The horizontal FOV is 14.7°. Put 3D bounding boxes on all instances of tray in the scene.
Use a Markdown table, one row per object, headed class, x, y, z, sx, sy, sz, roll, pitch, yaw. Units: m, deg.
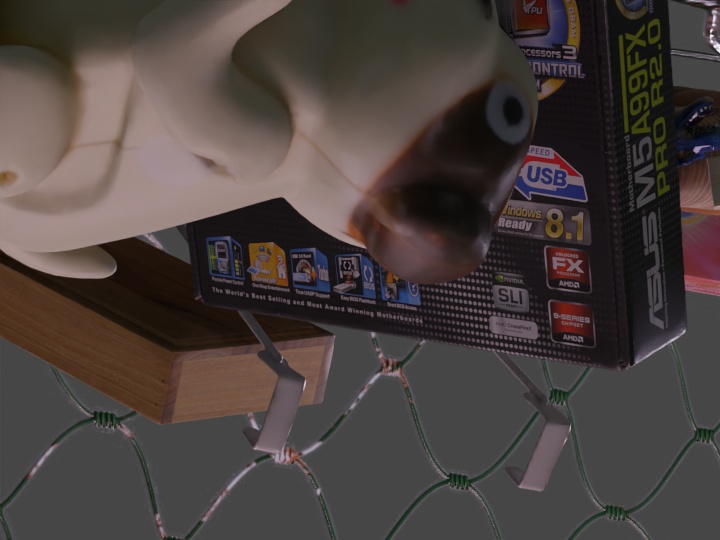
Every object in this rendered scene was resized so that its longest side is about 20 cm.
| class | x | y | z | sx | sy | sz | roll | pitch | yaw |
| --- | --- | --- | --- | --- | --- | --- | --- | --- | --- |
| tray | -0.116 | 0.012 | 1.245 | 0.199 | 0.037 | 0.098 | 26 | -159 | 39 |

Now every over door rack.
| class | x | y | z | sx | sy | sz | roll | pitch | yaw |
| --- | --- | --- | --- | --- | --- | --- | --- | --- | --- |
| over door rack | 0.000 | 0.000 | 1.198 | 0.147 | 0.067 | 0.200 | 11 | -146 | -30 |

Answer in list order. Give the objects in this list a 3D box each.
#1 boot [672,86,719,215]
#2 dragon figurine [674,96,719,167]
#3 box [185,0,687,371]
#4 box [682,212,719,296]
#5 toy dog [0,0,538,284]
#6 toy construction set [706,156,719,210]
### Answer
| class | x | y | z | sx | sy | sz | roll | pitch | yaw |
| --- | --- | --- | --- | --- | --- | --- | --- | --- | --- |
| boot | 0.148 | -0.071 | 1.395 | 0.155 | 0.077 | 0.199 | -3 | -171 | -41 |
| dragon figurine | 0.047 | -0.075 | 1.054 | 0.199 | 0.100 | 0.059 | 4 | -169 | 43 |
| box | 0.019 | -0.057 | 1.006 | 0.199 | 0.161 | 0.044 | 9 | -157 | 36 |
| box | 0.139 | -0.047 | 1.512 | 0.199 | 0.095 | 0.103 | 10 | 177 | -16 |
| toy dog | -0.042 | -0.057 | 0.900 | 0.199 | 0.195 | 0.140 | 7 | -146 | 3 |
| toy construction set | 0.216 | -0.056 | 1.197 | 0.130 | 0.093 | 0.200 | 9 | -172 | 15 |
